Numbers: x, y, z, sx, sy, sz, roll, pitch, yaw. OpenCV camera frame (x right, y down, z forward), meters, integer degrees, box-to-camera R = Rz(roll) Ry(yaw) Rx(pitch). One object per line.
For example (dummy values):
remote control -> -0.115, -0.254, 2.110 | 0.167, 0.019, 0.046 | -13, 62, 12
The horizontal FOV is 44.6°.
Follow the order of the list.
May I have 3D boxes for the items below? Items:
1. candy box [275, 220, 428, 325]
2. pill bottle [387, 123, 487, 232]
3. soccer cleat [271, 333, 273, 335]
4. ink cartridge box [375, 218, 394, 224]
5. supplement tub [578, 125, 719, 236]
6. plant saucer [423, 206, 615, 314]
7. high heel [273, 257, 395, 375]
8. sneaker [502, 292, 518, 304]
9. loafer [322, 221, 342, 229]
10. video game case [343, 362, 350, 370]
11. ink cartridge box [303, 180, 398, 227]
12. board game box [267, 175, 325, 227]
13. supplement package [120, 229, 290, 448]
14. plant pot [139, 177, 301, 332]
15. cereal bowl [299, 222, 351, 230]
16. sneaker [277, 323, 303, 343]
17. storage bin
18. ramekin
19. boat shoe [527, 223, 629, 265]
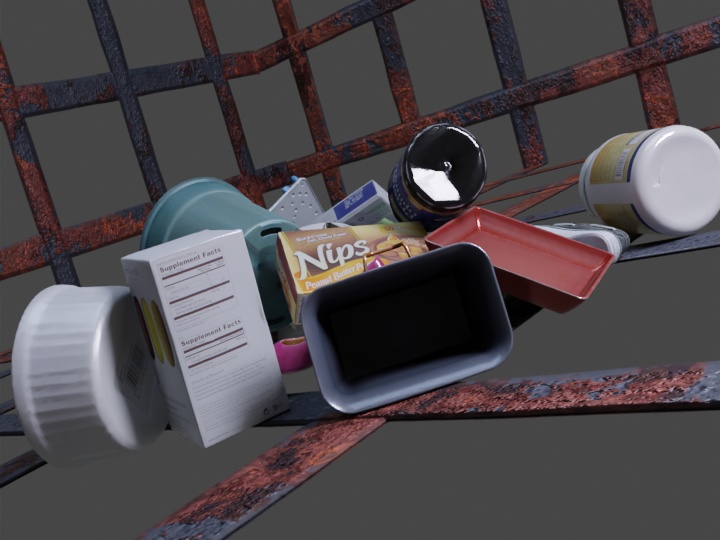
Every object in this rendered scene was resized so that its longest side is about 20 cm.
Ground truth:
candy box -> 0.000, 0.000, 1.095 | 0.195, 0.056, 0.117 | -6, 42, -17
pill bottle -> 0.095, -0.115, 1.179 | 0.109, 0.114, 0.200 | -18, -6, -9
soccer cleat -> -0.166, 0.120, 1.226 | 0.084, 0.065, 0.200 | -46, 8, 9
ink cartridge box -> 0.108, -0.039, 1.288 | 0.197, 0.049, 0.145 | 29, 21, 11
supplement tub -> 0.408, -0.125, 1.252 | 0.141, 0.148, 0.200 | -18, 8, -10
plant saucer -> 0.193, -0.012, 1.060 | 0.196, 0.038, 0.199 | 22, 23, 19
high heel -> -0.049, 0.057, 1.019 | 0.196, 0.098, 0.067 | -17, 7, 15
sneaker -> 0.145, 0.002, 1.161 | 0.088, 0.069, 0.199 | -4, 16, -37
loafer -> 0.010, -0.005, 1.191 | 0.069, 0.071, 0.198 | -28, 41, -36
video game case -> 0.041, 0.081, 1.096 | 0.196, 0.023, 0.182 | -20, 8, -12
ink cartridge box -> -0.006, -0.043, 1.446 | 0.197, 0.041, 0.199 | -33, -34, 15
board game box -> -0.131, -0.026, 1.439 | 0.026, 0.201, 0.200 | 33, 73, 36
supplement package -> -0.169, 0.068, 0.952 | 0.108, 0.205, 0.113 | -20, 12, -29
plant pot -> -0.172, -0.012, 1.199 | 0.197, 0.205, 0.194 | -22, 26, -33
cereal bowl -> -0.069, 0.019, 1.382 | 0.195, 0.085, 0.202 | -14, -33, -9
sneaker -> -0.041, 0.047, 1.234 | 0.196, 0.102, 0.075 | -13, 6, 22
storage bin -> 0.041, 0.050, 0.916 | 0.195, 0.149, 0.134 | -17, -3, -2
ramekin -> -0.286, 0.113, 0.976 | 0.095, 0.206, 0.200 | -6, 10, 15
boat shoe -> 0.275, -0.027, 1.205 | 0.070, 0.074, 0.197 | -13, 13, -43
